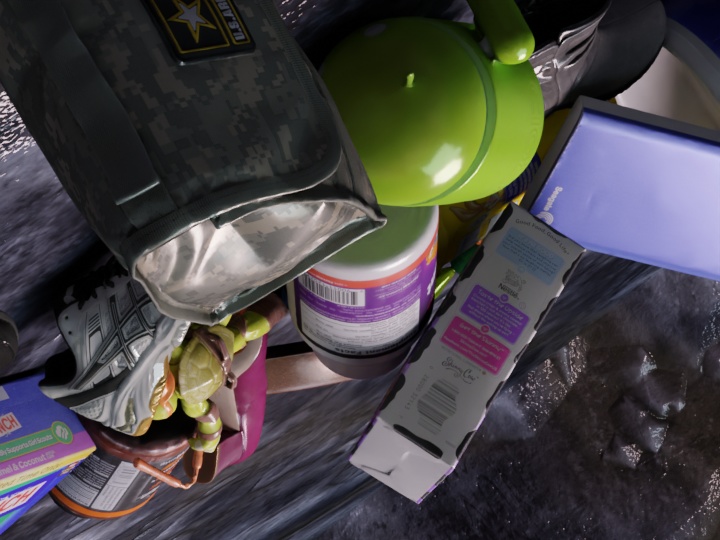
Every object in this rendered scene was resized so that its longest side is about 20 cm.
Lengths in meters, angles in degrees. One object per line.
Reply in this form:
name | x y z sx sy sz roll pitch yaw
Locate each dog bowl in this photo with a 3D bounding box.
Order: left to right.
dog bowl | 0.288 -0.136 1.571 0.079 0.200 0.200 -35 170 -11

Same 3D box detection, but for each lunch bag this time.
lunch bag | -0.082 -0.076 0.803 0.117 0.164 0.200 -31 171 8

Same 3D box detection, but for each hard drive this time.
hard drive | 0.235 -0.057 1.485 0.200 0.025 0.132 13 135 -13

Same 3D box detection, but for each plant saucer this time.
plant saucer | -0.059 0.082 1.665 0.200 0.035 0.200 -10 -179 0

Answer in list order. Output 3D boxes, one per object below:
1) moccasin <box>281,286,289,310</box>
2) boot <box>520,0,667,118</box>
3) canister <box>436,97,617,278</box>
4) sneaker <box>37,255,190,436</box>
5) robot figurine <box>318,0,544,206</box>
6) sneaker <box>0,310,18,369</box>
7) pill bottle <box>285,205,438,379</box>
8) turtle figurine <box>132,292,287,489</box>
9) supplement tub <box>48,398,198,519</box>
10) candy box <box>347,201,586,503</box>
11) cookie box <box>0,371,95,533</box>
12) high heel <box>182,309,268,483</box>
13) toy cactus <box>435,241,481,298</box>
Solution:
moccasin | -0.013 0.005 1.646 0.068 0.080 0.200 -43 -178 16
boot | 0.162 -0.171 1.411 0.200 0.070 0.132 -35 165 -23
canister | 0.100 -0.082 1.545 0.200 0.087 0.149 -34 168 -12
sneaker | -0.152 0.020 1.249 0.076 0.088 0.200 -85 -164 -59
robot figurine | 0.043 -0.099 1.212 0.175 0.116 0.200 -41 168 22
sneaker | -0.269 0.079 1.126 0.200 0.082 0.073 -24 163 -50
pill bottle | 0.000 0.000 1.415 0.111 0.111 0.200 -32 156 -16
turtle figurine | -0.115 0.048 1.378 0.064 0.200 0.161 8 -134 36
supplement tub | -0.192 0.128 1.513 0.107 0.107 0.200 -29 168 -30
candy box | 0.079 0.066 1.492 0.200 0.071 0.168 -57 178 -17
cookie box | -0.314 0.168 1.389 0.200 0.075 0.171 -42 167 28
high heel | -0.098 0.067 1.540 0.096 0.067 0.200 -43 153 -60
toy cactus | 0.128 -0.029 1.866 0.200 0.102 0.165 -38 -165 46
